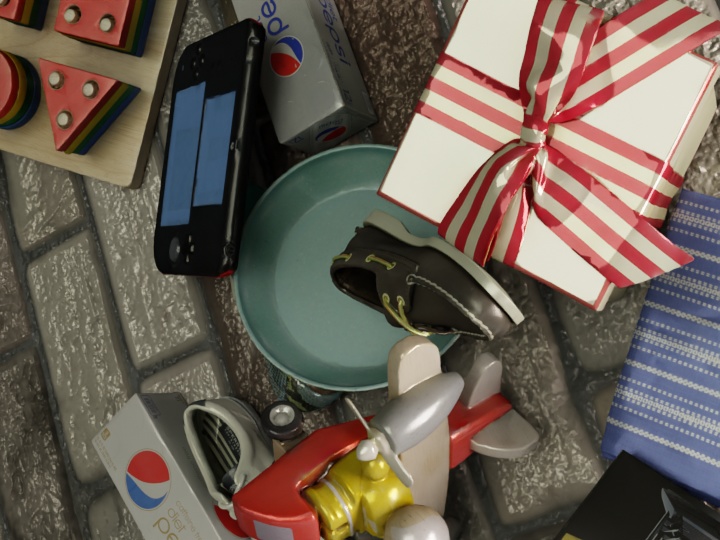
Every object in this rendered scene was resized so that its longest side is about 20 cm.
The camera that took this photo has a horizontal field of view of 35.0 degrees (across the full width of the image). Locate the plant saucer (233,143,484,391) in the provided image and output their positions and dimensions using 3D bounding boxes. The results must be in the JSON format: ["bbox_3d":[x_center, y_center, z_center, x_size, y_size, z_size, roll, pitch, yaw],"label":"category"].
[{"bbox_3d":[0.000,0.000,0.889,0.196,0.036,0.204,-4,69,9],"label":"plant saucer"}]

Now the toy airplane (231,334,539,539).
[{"bbox_3d":[0.036,0.145,0.794,0.199,0.198,0.142,-46,41,21],"label":"toy airplane"}]

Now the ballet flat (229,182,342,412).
[{"bbox_3d":[-0.075,0.027,0.946,0.074,0.074,0.203,-31,68,23],"label":"ballet flat"}]

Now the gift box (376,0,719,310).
[{"bbox_3d":[0.143,-0.084,0.751,0.197,0.186,0.188,23,97,19],"label":"gift box"}]

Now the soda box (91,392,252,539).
[{"bbox_3d":[-0.145,0.202,0.967,0.068,0.063,0.201,-43,67,19],"label":"soda box"}]

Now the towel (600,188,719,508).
[{"bbox_3d":[0.257,0.059,0.784,0.143,0.024,0.204,19,93,31],"label":"towel"}]

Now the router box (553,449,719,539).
[{"bbox_3d":[0.206,0.236,0.730,0.199,0.053,0.157,34,64,27],"label":"router box"}]

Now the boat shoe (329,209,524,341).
[{"bbox_3d":[0.039,0.014,0.774,0.061,0.072,0.201,-44,25,-8],"label":"boat shoe"}]

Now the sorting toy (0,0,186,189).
[{"bbox_3d":[-0.279,-0.199,1.050,0.197,0.069,0.203,16,94,17],"label":"sorting toy"}]

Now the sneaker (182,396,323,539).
[{"bbox_3d":[-0.084,0.187,0.923,0.073,0.070,0.200,-50,61,17],"label":"sneaker"}]

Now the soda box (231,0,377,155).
[{"bbox_3d":[-0.057,-0.203,0.952,0.068,0.063,0.203,-26,74,23],"label":"soda box"}]

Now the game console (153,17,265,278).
[{"bbox_3d":[-0.129,-0.096,0.949,0.176,0.031,0.204,-179,95,-66],"label":"game console"}]
